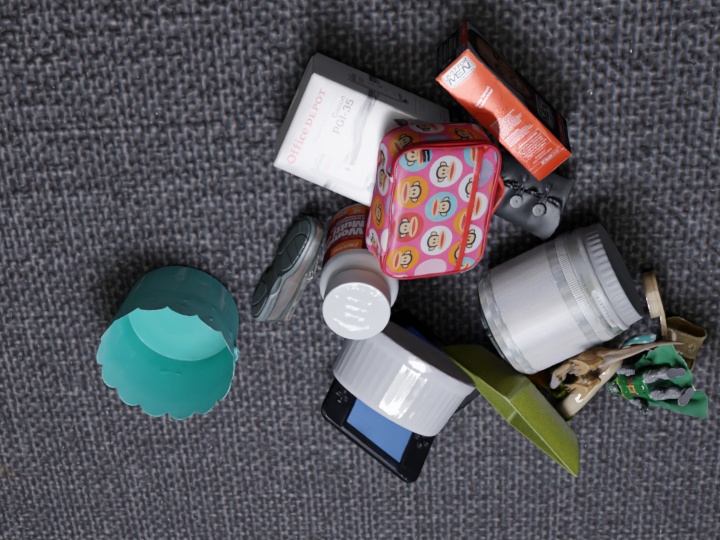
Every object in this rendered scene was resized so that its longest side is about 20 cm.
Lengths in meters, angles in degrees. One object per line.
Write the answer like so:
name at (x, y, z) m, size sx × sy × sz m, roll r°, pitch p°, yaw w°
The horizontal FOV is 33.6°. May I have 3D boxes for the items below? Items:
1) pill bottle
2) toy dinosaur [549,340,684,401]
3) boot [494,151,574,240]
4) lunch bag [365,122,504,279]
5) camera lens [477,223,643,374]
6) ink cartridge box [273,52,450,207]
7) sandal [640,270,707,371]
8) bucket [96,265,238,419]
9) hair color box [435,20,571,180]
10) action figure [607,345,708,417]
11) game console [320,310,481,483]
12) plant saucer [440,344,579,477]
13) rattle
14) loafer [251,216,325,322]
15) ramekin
pill bottle at (0.000, 0.000, 1.643) m, size 0.108 × 0.201 × 0.110 m, roll 2°, pitch 122°, yaw 3°
toy dinosaur at (0.331, 0.123, 1.644) m, size 0.199 × 0.106 × 0.061 m, roll -20°, pitch 102°, yaw 38°
boot at (0.175, -0.088, 1.639) m, size 0.198 × 0.066 × 0.166 m, roll 18°, pitch 116°, yaw -20°
lunch bag at (0.104, -0.090, 1.536) m, size 0.175 × 0.082 × 0.201 m, roll -6°, pitch 125°, yaw -19°
camera lens at (0.275, 0.042, 1.673) m, size 0.199 × 0.160 × 0.160 m, roll -26°, pitch 117°, yaw 19°
ink cartridge box at (0.000, -0.174, 1.574) m, size 0.199 × 0.083 × 0.147 m, roll 21°, pitch 117°, yaw -10°
sandal at (0.469, 0.092, 1.740) m, size 0.069 × 0.078 × 0.213 m, roll -15°, pitch 114°, yaw 16°
bucket at (-0.275, 0.103, 1.765) m, size 0.205 × 0.135 × 0.209 m, roll 2°, pitch 122°, yaw 4°
hair color box at (0.186, -0.221, 1.552) m, size 0.200 × 0.102 × 0.061 m, roll 40°, pitch 117°, yaw -20°
action figure at (0.419, 0.167, 1.743) m, size 0.054 × 0.200 × 0.119 m, roll -23°, pitch 90°, yaw -17°
game console at (0.068, 0.195, 1.814) m, size 0.200 × 0.177 × 0.116 m, roll 40°, pitch 145°, yaw -19°
plant saucer at (0.231, 0.191, 1.751) m, size 0.048 × 0.200 × 0.200 m, roll -45°, pitch 121°, yaw -4°
rattle at (0.322, 0.118, 1.751) m, size 0.143 × 0.130 × 0.200 m, roll 53°, pitch 143°, yaw 17°
loafer at (-0.094, 0.000, 1.739) m, size 0.062 × 0.072 × 0.200 m, roll 13°, pitch 131°, yaw -28°
ramekin at (0.057, 0.148, 1.694) m, size 0.199 × 0.201 × 0.098 m, roll 31°, pitch 96°, yaw -14°
